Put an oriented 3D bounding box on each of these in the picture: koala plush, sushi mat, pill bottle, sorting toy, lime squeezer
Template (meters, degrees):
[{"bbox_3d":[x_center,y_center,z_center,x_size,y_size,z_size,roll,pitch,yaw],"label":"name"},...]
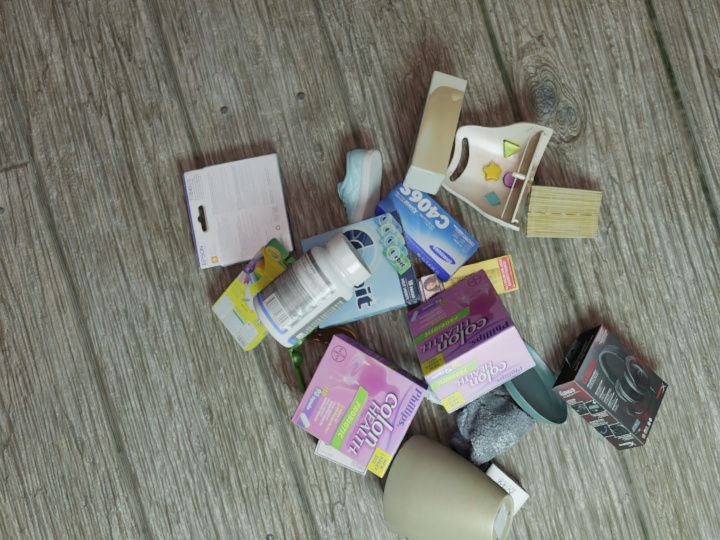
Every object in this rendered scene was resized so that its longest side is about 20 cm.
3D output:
[{"bbox_3d":[0.222,0.248,1.208,0.176,0.184,0.202,-34,78,0],"label":"koala plush"},{"bbox_3d":[0.396,-0.112,1.223,0.196,0.012,0.098,0,102,-29],"label":"sushi mat"},{"bbox_3d":[-0.084,0.031,1.115,0.199,0.114,0.115,-38,90,5],"label":"pill bottle"},{"bbox_3d":[0.257,-0.200,1.240,0.176,0.107,0.204,20,90,7],"label":"sorting toy"},{"bbox_3d":[-0.111,0.160,1.242,0.069,0.038,0.204,9,111,-24],"label":"lime squeezer"}]

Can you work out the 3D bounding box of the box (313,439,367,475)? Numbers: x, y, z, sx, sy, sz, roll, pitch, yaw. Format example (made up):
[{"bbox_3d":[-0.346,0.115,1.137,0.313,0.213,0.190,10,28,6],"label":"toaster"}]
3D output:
[{"bbox_3d":[-0.004,0.284,1.252,0.114,0.060,0.204,21,90,0],"label":"box"}]

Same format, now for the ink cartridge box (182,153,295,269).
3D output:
[{"bbox_3d":[-0.243,-0.117,1.262,0.195,0.041,0.205,-10,90,0],"label":"ink cartridge box"}]

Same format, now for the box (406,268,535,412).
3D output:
[{"bbox_3d":[0.192,0.122,1.141,0.174,0.201,0.097,-31,118,11],"label":"box"}]

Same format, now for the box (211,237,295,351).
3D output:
[{"bbox_3d":[-0.190,0.044,1.224,0.118,0.048,0.200,48,109,12],"label":"box"}]

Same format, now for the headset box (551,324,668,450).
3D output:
[{"bbox_3d":[0.476,0.219,1.216,0.200,0.077,0.149,43,60,-1],"label":"headset box"}]

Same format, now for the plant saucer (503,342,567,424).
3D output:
[{"bbox_3d":[0.319,0.208,1.198,0.201,0.200,0.027,48,118,-1],"label":"plant saucer"}]

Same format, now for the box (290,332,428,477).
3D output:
[{"bbox_3d":[0.000,0.244,1.167,0.197,0.097,0.179,29,91,8],"label":"box"}]

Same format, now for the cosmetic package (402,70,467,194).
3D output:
[{"bbox_3d":[0.143,-0.263,1.211,0.069,0.105,0.205,15,78,-2],"label":"cosmetic package"}]

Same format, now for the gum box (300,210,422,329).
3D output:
[{"bbox_3d":[0.000,0.000,1.182,0.196,0.045,0.174,-17,78,10],"label":"gum box"}]

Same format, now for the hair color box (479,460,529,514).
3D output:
[{"bbox_3d":[0.232,0.485,1.251,0.100,0.061,0.201,39,90,0],"label":"hair color box"}]

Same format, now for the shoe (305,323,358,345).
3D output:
[{"bbox_3d":[-0.093,0.104,1.262,0.197,0.053,0.071,26,111,4],"label":"shoe"}]

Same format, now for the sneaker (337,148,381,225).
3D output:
[{"bbox_3d":[-0.008,-0.142,1.259,0.080,0.073,0.205,12,95,30],"label":"sneaker"}]

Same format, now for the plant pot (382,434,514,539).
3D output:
[{"bbox_3d":[0.171,0.423,1.147,0.197,0.186,0.192,10,90,37],"label":"plant pot"}]

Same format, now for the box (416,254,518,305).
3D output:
[{"bbox_3d":[0.210,0.027,1.258,0.195,0.050,0.077,-13,89,0],"label":"box"}]

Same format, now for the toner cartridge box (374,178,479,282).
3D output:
[{"bbox_3d":[0.129,-0.082,1.231,0.200,0.043,0.095,44,69,9],"label":"toner cartridge box"}]
